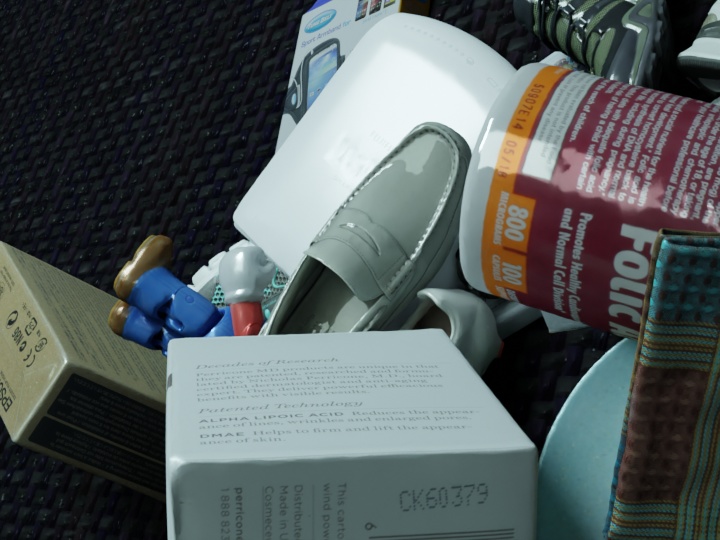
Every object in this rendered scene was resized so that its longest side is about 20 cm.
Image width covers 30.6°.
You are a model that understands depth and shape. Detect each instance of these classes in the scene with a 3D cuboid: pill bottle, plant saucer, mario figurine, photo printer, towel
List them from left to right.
[{"bbox_3d":[-0.066,0.053,0.882,0.199,0.123,0.107,34,86,8],"label":"mario figurine"},{"bbox_3d":[0.027,-0.062,0.864,0.201,0.069,0.166,-52,56,6],"label":"photo printer"},{"bbox_3d":[0.154,-0.018,0.603,0.197,0.114,0.116,17,75,22],"label":"pill bottle"},{"bbox_3d":[0.177,0.115,0.666,0.199,0.039,0.203,-27,46,32],"label":"plant saucer"},{"bbox_3d":[0.206,0.058,0.530,0.022,0.196,0.149,-91,5,-67],"label":"towel"}]

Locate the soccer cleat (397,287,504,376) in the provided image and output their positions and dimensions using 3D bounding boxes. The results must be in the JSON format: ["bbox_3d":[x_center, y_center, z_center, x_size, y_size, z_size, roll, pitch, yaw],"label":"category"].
[{"bbox_3d":[0.018,0.102,0.798,0.069,0.077,0.202,26,92,42],"label":"soccer cleat"}]

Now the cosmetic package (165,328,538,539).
[{"bbox_3d":[-0.016,0.135,0.663,0.200,0.162,0.168,-128,38,-76],"label":"cosmetic package"}]

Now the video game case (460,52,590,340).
[{"bbox_3d":[0.097,-0.042,0.875,0.199,0.022,0.184,-33,44,28],"label":"video game case"}]

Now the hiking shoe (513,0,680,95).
[{"bbox_3d":[0.148,-0.153,0.838,0.099,0.076,0.202,-8,47,19],"label":"hiking shoe"}]

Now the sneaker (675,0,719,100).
[{"bbox_3d":[0.270,-0.141,0.715,0.200,0.075,0.116,26,86,54],"label":"sneaker"}]

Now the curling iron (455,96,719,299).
[{"bbox_3d":[0.139,-0.044,0.777,0.199,0.050,0.026,-32,38,18],"label":"curling iron"}]

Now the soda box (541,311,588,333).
[{"bbox_3d":[0.185,-0.024,0.697,0.198,0.069,0.063,-12,22,34],"label":"soda box"}]

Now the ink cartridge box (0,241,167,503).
[{"bbox_3d":[-0.203,0.077,0.993,0.076,0.164,0.200,-54,38,5],"label":"ink cartridge box"}]

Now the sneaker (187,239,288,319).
[{"bbox_3d":[-0.061,0.018,0.961,0.200,0.077,0.092,-47,43,14],"label":"sneaker"}]

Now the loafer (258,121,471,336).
[{"bbox_3d":[0.000,0.000,0.777,0.069,0.070,0.202,31,91,21],"label":"loafer"}]

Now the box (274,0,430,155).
[{"bbox_3d":[-0.006,-0.154,1.048,0.118,0.041,0.203,-17,51,39],"label":"box"}]
